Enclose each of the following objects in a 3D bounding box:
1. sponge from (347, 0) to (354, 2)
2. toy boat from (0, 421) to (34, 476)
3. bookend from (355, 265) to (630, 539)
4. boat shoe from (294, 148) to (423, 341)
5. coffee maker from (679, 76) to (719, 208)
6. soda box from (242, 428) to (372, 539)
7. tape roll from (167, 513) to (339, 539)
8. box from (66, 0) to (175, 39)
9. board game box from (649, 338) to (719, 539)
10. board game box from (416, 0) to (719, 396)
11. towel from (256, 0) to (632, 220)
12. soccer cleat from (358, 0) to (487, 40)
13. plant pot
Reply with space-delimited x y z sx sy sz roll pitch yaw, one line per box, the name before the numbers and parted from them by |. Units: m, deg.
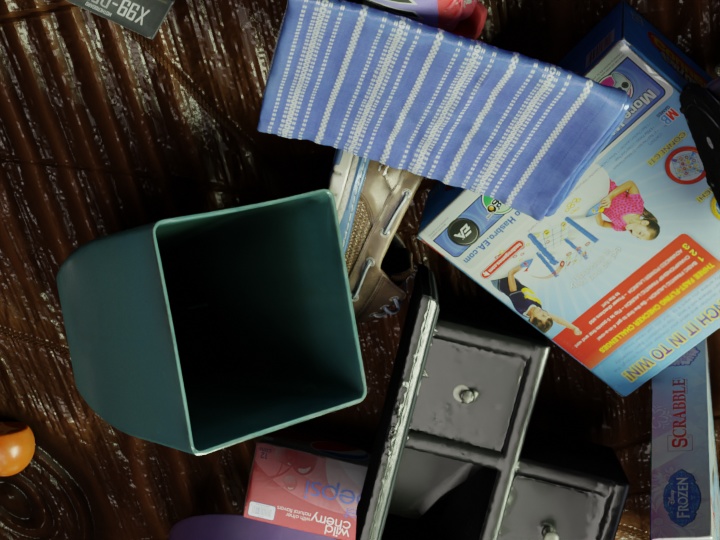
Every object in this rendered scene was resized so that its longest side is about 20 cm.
sponge | -0.007 -0.240 0.718 0.029 0.112 0.202 13 128 6
toy boat | -0.341 0.151 1.101 0.129 0.131 0.202 -6 132 -21
bookend | 0.112 0.125 0.933 0.197 0.092 0.201 14 102 -2
boat shoe | 0.000 0.000 0.919 0.071 0.073 0.202 15 128 2
coffee maker | 0.306 -0.065 0.736 0.198 0.135 0.193 -25 127 7
soda box | 0.011 0.181 1.041 0.197 0.070 0.064 13 95 5
tape roll | -0.077 0.285 1.100 0.197 0.086 0.201 11 149 6
box | -0.176 -0.245 0.763 0.198 0.050 0.158 21 130 -22
board game box | 0.233 0.182 0.919 0.041 0.201 0.202 -4 125 16
board game box | 0.174 -0.039 0.859 0.195 0.056 0.200 37 126 -15
towel | 0.042 -0.091 0.755 0.197 0.024 0.145 16 155 -6
soccer cleat | 0.031 -0.166 0.712 0.072 0.200 0.069 24 93 8
plant pot | -0.119 0.034 0.893 0.199 0.140 0.144 -5 97 52
